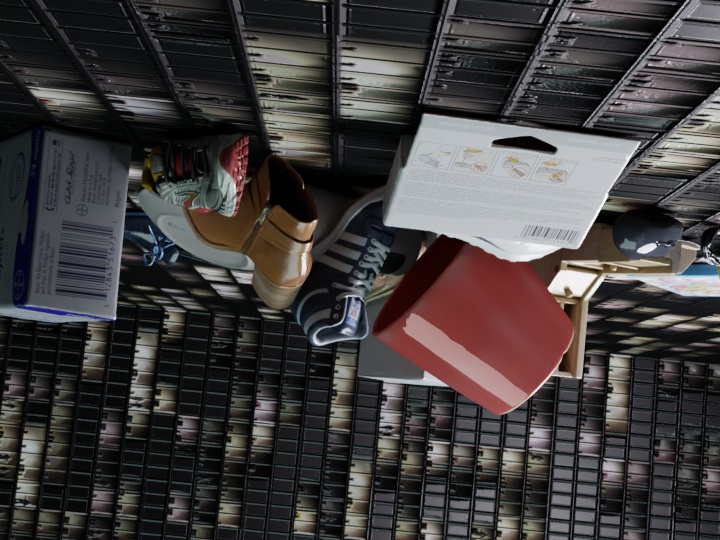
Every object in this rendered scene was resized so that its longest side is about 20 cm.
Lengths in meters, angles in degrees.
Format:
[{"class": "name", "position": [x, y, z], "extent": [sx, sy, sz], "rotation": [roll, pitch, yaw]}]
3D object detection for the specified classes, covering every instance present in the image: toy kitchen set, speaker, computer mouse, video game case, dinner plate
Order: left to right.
[{"class": "dinner plate", "position": [-0.197, -0.045, 1.503], "extent": [0.197, 0.025, 0.201], "rotation": [22, 159, 8]}, {"class": "speaker", "position": [-0.020, -0.048, 1.389], "extent": [0.080, 0.083, 0.198], "rotation": [-1, 169, 44]}, {"class": "toy kitchen set", "position": [0.319, 0.046, 1.441], "extent": [0.161, 0.184, 0.199], "rotation": [8, 176, -28]}, {"class": "computer mouse", "position": [0.362, -0.028, 1.320], "extent": [0.197, 0.059, 0.034], "rotation": [9, -156, -29]}, {"class": "video game case", "position": [0.496, 0.016, 1.718], "extent": [0.141, 0.018, 0.199], "rotation": [1, 171, 40]}]

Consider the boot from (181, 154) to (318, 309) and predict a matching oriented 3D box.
[{"class": "boot", "position": [-0.120, -0.069, 1.259], "extent": [0.076, 0.201, 0.156], "rotation": [-23, 154, -29]}]

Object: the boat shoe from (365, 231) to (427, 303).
[{"class": "boat shoe", "position": [0.001, 0.003, 1.529], "extent": [0.199, 0.077, 0.073], "rotation": [-39, 148, 31]}]

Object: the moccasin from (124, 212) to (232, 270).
[{"class": "moccasin", "position": [-0.266, -0.040, 1.679], "extent": [0.196, 0.070, 0.080], "rotation": [7, 172, -11]}]

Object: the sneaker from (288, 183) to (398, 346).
[{"class": "sneaker", "position": [0.000, 0.000, 1.294], "extent": [0.199, 0.109, 0.070], "rotation": [-41, 145, 20]}]

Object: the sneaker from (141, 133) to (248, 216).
[{"class": "sneaker", "position": [-0.165, -0.094, 1.159], "extent": [0.081, 0.079, 0.199], "rotation": [10, 171, -24]}]

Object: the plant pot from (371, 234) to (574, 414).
[{"class": "plant pot", "position": [0.139, 0.056, 1.370], "extent": [0.177, 0.201, 0.200], "rotation": [41, 166, -8]}]

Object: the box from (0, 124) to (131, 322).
[{"class": "box", "position": [-0.337, -0.043, 1.260], "extent": [0.104, 0.188, 0.199], "rotation": [9, 172, -34]}]

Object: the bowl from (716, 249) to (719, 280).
[{"class": "bowl", "position": [0.546, 0.035, 1.477], "extent": [0.196, 0.110, 0.200], "rotation": [6, 172, 1]}]

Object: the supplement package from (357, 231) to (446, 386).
[{"class": "supplement package", "position": [0.080, 0.050, 1.579], "extent": [0.116, 0.204, 0.116], "rotation": [0, 170, 38]}]

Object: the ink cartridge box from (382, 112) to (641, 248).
[{"class": "ink cartridge box", "position": [0.132, -0.093, 1.072], "extent": [0.196, 0.045, 0.177], "rotation": [7, 147, -8]}]

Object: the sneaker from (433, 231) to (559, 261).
[{"class": "sneaker", "position": [0.152, -0.060, 1.216], "extent": [0.197, 0.078, 0.080], "rotation": [8, 163, -26]}]
